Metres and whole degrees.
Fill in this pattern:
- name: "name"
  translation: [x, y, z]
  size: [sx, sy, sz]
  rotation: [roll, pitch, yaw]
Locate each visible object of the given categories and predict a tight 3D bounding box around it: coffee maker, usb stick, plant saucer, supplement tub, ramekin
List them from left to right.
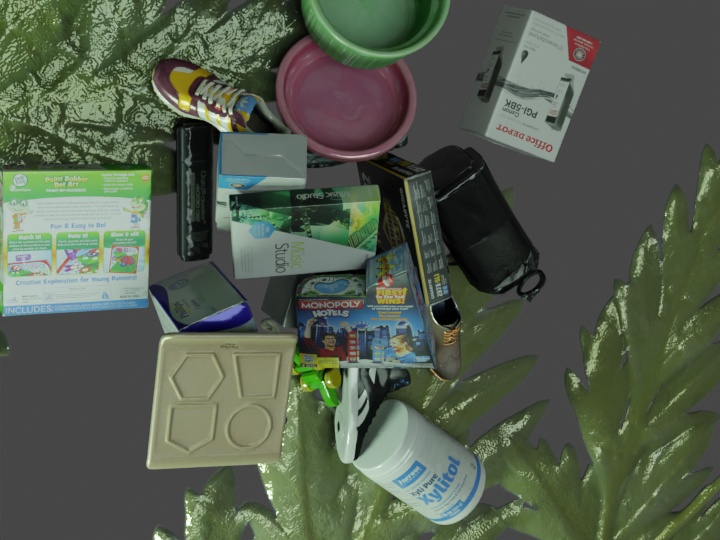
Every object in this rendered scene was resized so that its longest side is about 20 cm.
- name: "usb stick"
  translation: [-0.231, -0.112, 1.609]
  size: [0.055, 0.033, 0.201]
  rotation: [-9, 110, -31]
- name: "plant saucer"
  translation: [-0.023, -0.240, 1.612]
  size: [0.200, 0.051, 0.201]
  rotation: [4, 71, -10]
- name: "ramekin"
  translation: [0.014, -0.372, 1.569]
  size: [0.199, 0.098, 0.201]
  rotation: [2, 81, -15]
- name: "supplement tub"
  translation: [0.094, 0.309, 1.850]
  size: [0.200, 0.132, 0.132]
  rotation: [38, 88, -31]
- name: "coffee maker"
  translation: [0.181, -0.076, 1.729]
  size: [0.135, 0.192, 0.200]
  rotation: [-49, 123, -19]

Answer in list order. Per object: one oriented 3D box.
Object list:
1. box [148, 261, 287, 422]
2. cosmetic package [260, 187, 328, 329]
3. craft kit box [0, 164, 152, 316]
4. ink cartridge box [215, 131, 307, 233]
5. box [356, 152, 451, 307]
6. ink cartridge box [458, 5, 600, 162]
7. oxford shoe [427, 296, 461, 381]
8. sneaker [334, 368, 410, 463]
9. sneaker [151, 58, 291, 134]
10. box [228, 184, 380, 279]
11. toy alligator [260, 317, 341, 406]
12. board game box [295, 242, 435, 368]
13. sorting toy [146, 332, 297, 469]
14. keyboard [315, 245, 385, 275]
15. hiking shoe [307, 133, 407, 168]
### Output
- name: "box"
  translation: [-0.200, 0.116, 1.610]
  size: [0.105, 0.184, 0.201]
  rotation: [-23, 116, -15]
- name: "cosmetic package"
  translation: [-0.062, -0.013, 1.694]
  size: [0.107, 0.090, 0.201]
  rotation: [9, 100, -32]
- name: "craft kit box"
  translation: [-0.384, -0.043, 1.550]
  size: [0.199, 0.049, 0.198]
  rotation: [-2, 110, -26]
- name: "ink cartridge box"
  translation: [-0.140, -0.115, 1.580]
  size: [0.116, 0.200, 0.068]
  rotation: [2, 70, -9]
- name: "box"
  translation: [0.062, -0.065, 1.694]
  size: [0.049, 0.160, 0.201]
  rotation: [-19, 115, -19]
- name: "ink cartridge box"
  translation: [0.258, -0.283, 1.763]
  size: [0.146, 0.083, 0.201]
  rotation: [15, 99, -30]
- name: "oxford shoe"
  translation: [0.127, 0.096, 1.829]
  size: [0.071, 0.073, 0.200]
  rotation: [-25, 116, -17]
- name: "sneaker"
  translation: [0.024, 0.201, 1.795]
  size: [0.112, 0.073, 0.201]
  rotation: [1, 96, -19]
- name: "sneaker"
  translation: [-0.182, -0.226, 1.543]
  size: [0.200, 0.090, 0.075]
  rotation: [31, 67, -23]
- name: "box"
  translation: [-0.075, -0.051, 1.556]
  size: [0.199, 0.036, 0.145]
  rotation: [-6, 142, -7]
- name: "toy alligator"
  translation: [-0.082, 0.126, 1.750]
  size: [0.200, 0.059, 0.054]
  rotation: [54, 40, -29]
- name: "board game box"
  translation: [0.011, 0.051, 1.618]
  size: [0.199, 0.062, 0.200]
  rotation: [1, 134, 0]
- name: "sorting toy"
  translation: [-0.183, 0.168, 1.515]
  size: [0.185, 0.036, 0.201]
  rotation: [2, 111, -25]
- name: "keyboard"
  translation: [0.000, 0.000, 1.673]
  size: [0.104, 0.040, 0.200]
  rotation: [-32, 124, 11]
- name: "hiking shoe"
  translation: [-0.028, -0.201, 1.665]
  size: [0.200, 0.074, 0.087]
  rotation: [-19, 103, -28]
